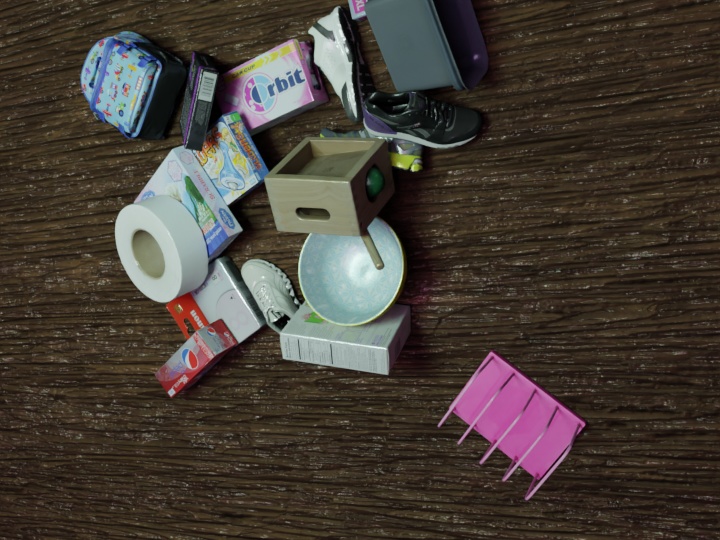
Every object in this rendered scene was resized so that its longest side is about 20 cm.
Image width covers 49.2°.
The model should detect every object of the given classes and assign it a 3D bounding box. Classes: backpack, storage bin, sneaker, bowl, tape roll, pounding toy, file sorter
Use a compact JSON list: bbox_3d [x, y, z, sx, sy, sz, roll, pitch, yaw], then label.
[{"bbox_3d":[-0.457,-0.369,1.521,0.200,0.134,0.183,35,111,17],"label":"backpack"},{"bbox_3d":[0.105,-0.388,1.264,0.134,0.146,0.200,-5,123,34],"label":"storage bin"},{"bbox_3d":[0.103,-0.252,1.289,0.199,0.088,0.076,3,75,3],"label":"sneaker"},{"bbox_3d":[-0.033,-0.352,1.375,0.080,0.074,0.201,-15,85,30],"label":"sneaker"},{"bbox_3d":[0.024,-0.227,1.378,0.200,0.074,0.081,16,94,16],"label":"sneaker"},{"bbox_3d":[0.000,0.000,1.394,0.200,0.108,0.201,-2,84,22],"label":"bowl"},{"bbox_3d":[-0.389,-0.042,1.532,0.202,0.071,0.203,20,123,33],"label":"tape roll"},{"bbox_3d":[-0.163,0.060,1.505,0.200,0.081,0.075,49,117,10],"label":"sneaker"},{"bbox_3d":[-0.030,-0.116,1.296,0.200,0.184,0.142,6,126,25],"label":"pounding toy"},{"bbox_3d":[0.251,0.264,1.335,0.200,0.125,0.139,38,113,13],"label":"file sorter"}]

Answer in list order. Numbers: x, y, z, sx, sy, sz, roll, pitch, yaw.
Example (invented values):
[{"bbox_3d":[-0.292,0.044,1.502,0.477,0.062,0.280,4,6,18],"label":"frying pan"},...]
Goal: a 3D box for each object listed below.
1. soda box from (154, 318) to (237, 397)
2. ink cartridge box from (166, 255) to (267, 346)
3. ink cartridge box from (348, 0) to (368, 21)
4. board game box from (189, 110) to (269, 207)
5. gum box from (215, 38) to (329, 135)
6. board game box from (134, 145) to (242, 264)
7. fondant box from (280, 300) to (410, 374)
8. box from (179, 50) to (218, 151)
[{"bbox_3d":[-0.333,0.178,1.586,0.063,0.070,0.200,54,130,6],"label":"soda box"},{"bbox_3d":[-0.300,0.090,1.589,0.200,0.057,0.163,-35,86,21],"label":"ink cartridge box"},{"bbox_3d":[0.066,-0.506,1.313,0.200,0.042,0.120,-11,96,24],"label":"ink cartridge box"},{"bbox_3d":[-0.257,-0.195,1.472,0.200,0.034,0.136,-26,93,51],"label":"board game box"},{"bbox_3d":[-0.162,-0.330,1.432,0.200,0.066,0.114,-18,93,26],"label":"gum box"},{"bbox_3d":[-0.341,-0.107,1.539,0.200,0.041,0.200,-39,83,44],"label":"board game box"},{"bbox_3d":[-0.023,0.110,1.405,0.199,0.144,0.058,7,120,18],"label":"fondant box"},{"bbox_3d":[-0.298,-0.313,1.438,0.036,0.200,0.143,9,112,-21],"label":"box"}]
